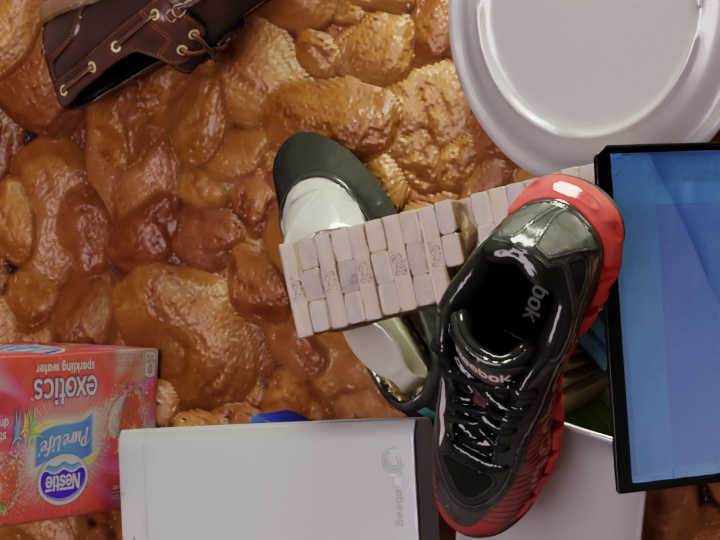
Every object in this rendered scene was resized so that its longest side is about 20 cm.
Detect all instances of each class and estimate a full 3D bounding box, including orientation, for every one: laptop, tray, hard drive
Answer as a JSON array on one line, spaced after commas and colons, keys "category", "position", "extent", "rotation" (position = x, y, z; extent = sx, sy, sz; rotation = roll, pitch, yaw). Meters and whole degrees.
[{"category": "laptop", "position": [0.232, 0.017, 1.167], "extent": [0.199, 0.103, 0.178], "rotation": [-4, 90, 24]}, {"category": "tray", "position": [0.103, 0.159, 1.252], "extent": [0.107, 0.022, 0.201], "rotation": [18, 125, 24]}, {"category": "hard drive", "position": [-0.048, 0.154, 1.327], "extent": [0.199, 0.026, 0.133], "rotation": [-4, 87, 30]}]

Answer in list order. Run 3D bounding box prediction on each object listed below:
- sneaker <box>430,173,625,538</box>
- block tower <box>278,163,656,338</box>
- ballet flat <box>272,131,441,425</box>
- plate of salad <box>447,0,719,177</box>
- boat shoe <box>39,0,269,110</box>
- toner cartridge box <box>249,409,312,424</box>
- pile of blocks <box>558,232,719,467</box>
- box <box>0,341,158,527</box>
[{"category": "sneaker", "position": [0.068, 0.052, 1.147], "extent": [0.071, 0.098, 0.201], "rotation": [26, 117, 19]}, {"category": "block tower", "position": [0.060, -0.012, 1.242], "extent": [0.199, 0.058, 0.054], "rotation": [-14, 86, 15]}, {"category": "ballet flat", "position": [0.000, 0.000, 1.325], "extent": [0.068, 0.068, 0.200], "rotation": [-43, 70, 24]}, {"category": "plate of salad", "position": [0.134, -0.143, 1.265], "extent": [0.199, 0.048, 0.201], "rotation": [3, 95, 38]}, {"category": "boat shoe", "position": [-0.109, -0.150, 1.387], "extent": [0.199, 0.070, 0.071], "rotation": [-19, 74, 36]}, {"category": "toner cartridge box", "position": [-0.046, 0.193, 1.365], "extent": [0.095, 0.043, 0.201], "rotation": [23, 101, 28]}, {"category": "pile of blocks", "position": [0.145, 0.056, 1.237], "extent": [0.200, 0.082, 0.062], "rotation": [-48, 68, 19]}, {"category": "box", "position": [-0.212, 0.096, 1.367], "extent": [0.094, 0.200, 0.103], "rotation": [2, 90, 29]}]
